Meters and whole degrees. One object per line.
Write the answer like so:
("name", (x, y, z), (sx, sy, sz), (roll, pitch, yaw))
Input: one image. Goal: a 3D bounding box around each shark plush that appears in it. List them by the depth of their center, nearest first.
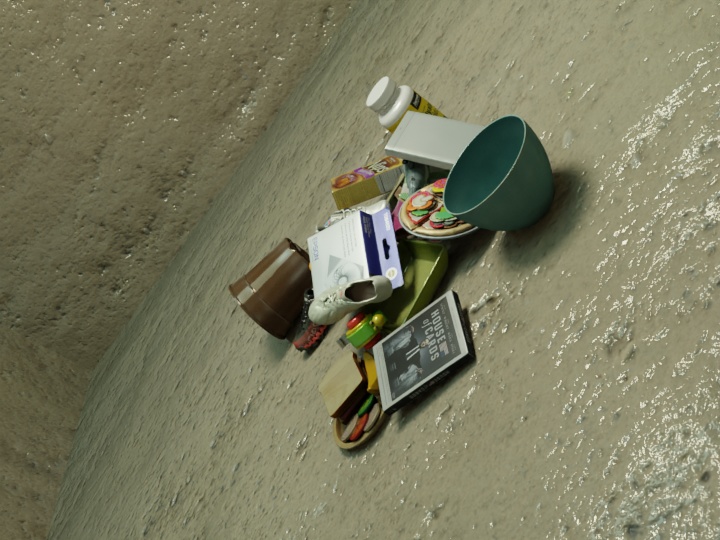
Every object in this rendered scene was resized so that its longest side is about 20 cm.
("shark plush", (0.104, -0.214, 1.692), (0.090, 0.084, 0.202), (-8, 48, 32))

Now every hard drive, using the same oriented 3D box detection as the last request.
("hard drive", (0.167, -0.273, 1.663), (0.197, 0.027, 0.133), (17, 54, 21))

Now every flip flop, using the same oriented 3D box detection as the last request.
("flip flop", (0.105, -0.155, 1.778), (0.057, 0.081, 0.202), (-16, 40, 48))

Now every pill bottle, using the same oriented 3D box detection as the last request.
("pill bottle", (0.113, -0.365, 1.857), (0.111, 0.199, 0.112), (-44, 27, 29))

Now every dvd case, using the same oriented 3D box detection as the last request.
("dvd case", (0.107, 0.146, 1.395), (0.199, 0.025, 0.152), (-39, 37, 26))

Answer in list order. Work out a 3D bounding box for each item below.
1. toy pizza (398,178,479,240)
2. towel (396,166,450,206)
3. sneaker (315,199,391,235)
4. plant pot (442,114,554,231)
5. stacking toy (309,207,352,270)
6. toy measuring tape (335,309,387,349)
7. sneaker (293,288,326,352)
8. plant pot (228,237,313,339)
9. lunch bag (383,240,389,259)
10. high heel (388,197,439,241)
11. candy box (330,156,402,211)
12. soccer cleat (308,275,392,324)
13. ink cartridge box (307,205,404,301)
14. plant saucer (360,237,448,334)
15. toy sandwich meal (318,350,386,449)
("toy pizza", (0.169, -0.129, 1.519), (0.197, 0.032, 0.202), (-10, 36, 8))
("towel", (0.155, -0.196, 1.718), (0.151, 0.023, 0.202), (-7, 50, 33))
("sneaker", (-0.018, -0.099, 1.725), (0.199, 0.087, 0.075), (-32, 30, 26))
("plant pot", (0.259, -0.149, 1.370), (0.200, 0.134, 0.202), (-44, 27, 29))
("stacking toy", (-0.065, -0.052, 1.851), (0.110, 0.116, 0.200), (-38, 5, 41))
("toy measuring tape", (-0.012, 0.131, 1.548), (0.200, 0.073, 0.074), (-37, 29, 54))
("sneaker", (-0.110, 0.098, 1.857), (0.202, 0.097, 0.071), (-54, 25, 12))
("plant pot", (-0.202, 0.038, 2.024), (0.198, 0.200, 0.200), (-46, 24, 4))
("lunch bag", (0.000, 0.000, 1.741), (0.160, 0.075, 0.201), (-40, 16, 49))
("high heel", (0.103, -0.074, 1.598), (0.200, 0.067, 0.097), (45, 114, 54))
("candy box", (0.027, -0.219, 1.901), (0.197, 0.057, 0.117), (-20, 22, 3))
("soccer cleat", (-0.030, 0.054, 1.523), (0.198, 0.077, 0.070), (-22, 77, 28))
("ink cartridge box", (-0.016, -0.021, 1.623), (0.198, 0.040, 0.202), (-27, 54, 24))
("plant saucer", (0.095, 0.038, 1.580), (0.202, 0.048, 0.199), (-61, 23, -6))
("toy sandwich meal", (-0.011, 0.242, 1.506), (0.205, 0.070, 0.207), (-45, 26, 28))
